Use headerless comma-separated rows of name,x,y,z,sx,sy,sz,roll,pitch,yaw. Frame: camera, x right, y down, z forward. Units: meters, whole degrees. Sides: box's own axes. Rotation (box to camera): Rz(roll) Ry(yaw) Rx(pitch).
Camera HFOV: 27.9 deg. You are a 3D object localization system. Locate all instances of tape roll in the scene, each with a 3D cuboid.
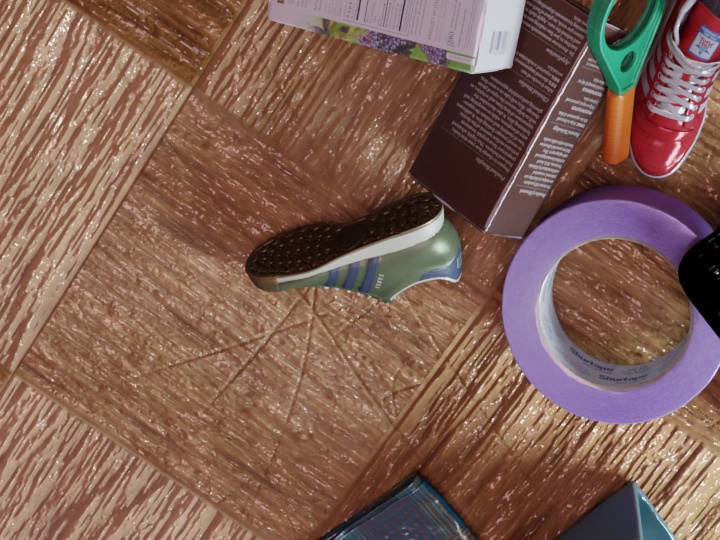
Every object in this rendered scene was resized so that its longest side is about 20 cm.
tape roll,0.227,0.030,1.272,0.198,0.066,0.202,5,106,17

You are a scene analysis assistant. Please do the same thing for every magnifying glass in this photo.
magnifying glass,0.215,-0.168,1.189,0.079,0.022,0.201,-34,142,-24

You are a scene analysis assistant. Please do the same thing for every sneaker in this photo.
sneaker,0.275,-0.165,1.209,0.071,0.113,0.202,15,107,0
sneaker,0.000,0.000,1.303,0.199,0.067,0.090,-16,129,23

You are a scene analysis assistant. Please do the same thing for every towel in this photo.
towel,0.063,0.309,1.413,0.146,0.022,0.200,-37,100,14

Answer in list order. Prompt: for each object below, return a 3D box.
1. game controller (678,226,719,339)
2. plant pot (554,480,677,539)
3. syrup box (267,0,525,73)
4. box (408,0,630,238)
game controller,0.351,-0.017,1.148,0.104,0.042,0.200,47,121,-6
plant pot,0.224,0.355,1.326,0.199,0.197,0.196,-33,102,17
syrup box,0.029,-0.225,1.193,0.199,0.079,0.082,18,107,25
box,0.136,-0.138,1.228,0.100,0.075,0.201,40,109,33
